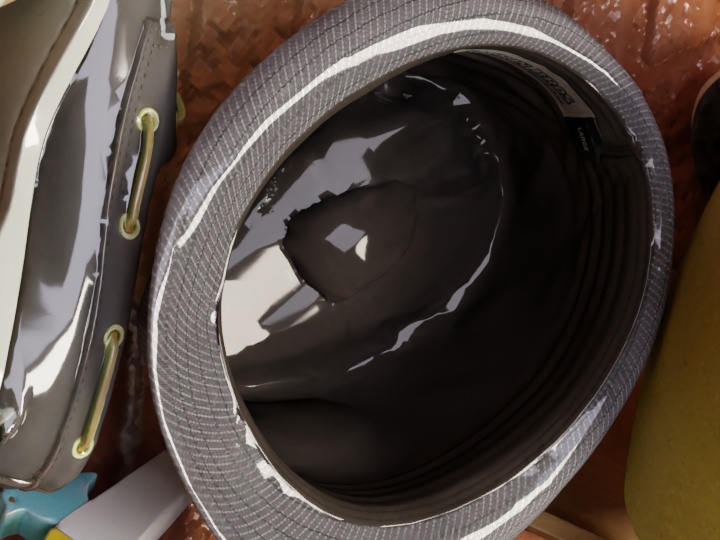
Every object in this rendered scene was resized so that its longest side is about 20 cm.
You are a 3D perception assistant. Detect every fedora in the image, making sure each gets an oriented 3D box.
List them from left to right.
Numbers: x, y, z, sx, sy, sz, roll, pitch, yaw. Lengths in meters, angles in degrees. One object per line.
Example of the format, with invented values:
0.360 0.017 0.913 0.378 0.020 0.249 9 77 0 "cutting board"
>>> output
0.000 0.000 0.855 0.200 0.090 0.177 -43 118 -21 "fedora"

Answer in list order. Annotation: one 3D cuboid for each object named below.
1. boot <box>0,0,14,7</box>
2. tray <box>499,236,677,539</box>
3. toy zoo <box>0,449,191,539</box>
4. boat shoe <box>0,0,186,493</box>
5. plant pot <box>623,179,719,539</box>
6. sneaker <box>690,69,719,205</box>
-0.166 -0.142 0.736 0.107 0.075 0.200 -36 107 -22 "boot"
0.113 0.061 0.976 0.200 0.037 0.099 27 81 -35 "tray"
-0.028 0.126 0.822 0.200 0.020 0.131 34 48 9 "toy zoo"
-0.086 -0.038 0.801 0.060 0.072 0.202 21 81 -40 "boat shoe"
0.166 0.051 0.892 0.200 0.200 0.142 24 119 -35 "plant pot"
0.192 -0.016 1.010 0.200 0.072 0.073 35 34 -24 "sneaker"
